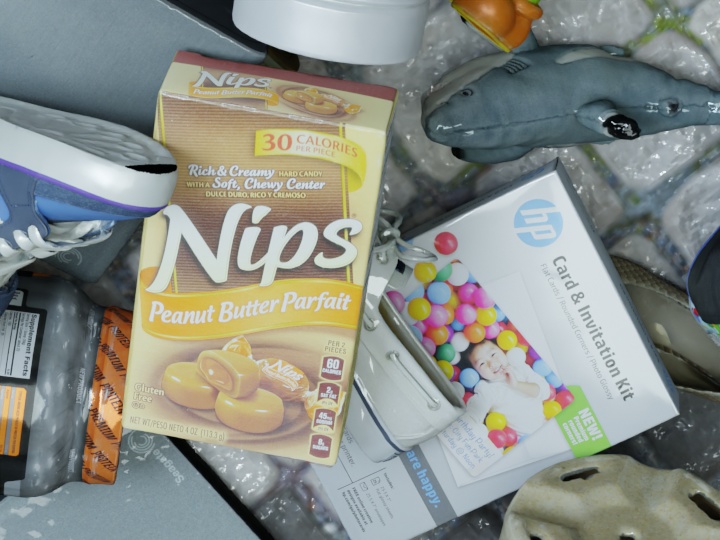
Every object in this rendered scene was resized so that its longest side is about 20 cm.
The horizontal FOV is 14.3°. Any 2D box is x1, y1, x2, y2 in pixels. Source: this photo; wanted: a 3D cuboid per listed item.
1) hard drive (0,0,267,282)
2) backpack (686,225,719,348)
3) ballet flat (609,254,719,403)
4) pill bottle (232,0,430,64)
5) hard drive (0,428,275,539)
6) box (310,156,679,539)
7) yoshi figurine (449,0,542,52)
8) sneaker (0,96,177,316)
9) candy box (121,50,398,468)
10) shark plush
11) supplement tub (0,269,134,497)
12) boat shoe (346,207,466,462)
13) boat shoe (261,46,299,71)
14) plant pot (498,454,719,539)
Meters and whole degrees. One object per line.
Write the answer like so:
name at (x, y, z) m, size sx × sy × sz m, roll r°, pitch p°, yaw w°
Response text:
hard drive at (-0.154, -0.091, 1.497) m, size 0.139 × 0.033 × 0.200 m, roll 28°, pitch 132°, yaw -14°
backpack at (0.295, 0.011, 1.556) m, size 0.200 × 0.147 × 0.183 m, roll 42°, pitch 76°, yaw -13°
ballet flat at (0.171, 0.040, 1.619) m, size 0.200 × 0.046 × 0.067 m, roll 20°, pitch 105°, yaw -11°
pill bottle at (0.001, -0.208, 1.375) m, size 0.113 × 0.113 × 0.200 m, roll 9°, pitch 108°, yaw -9°
hard drive at (-0.161, 0.178, 1.638) m, size 0.200 × 0.033 × 0.140 m, roll -39°, pitch 107°, yaw 7°
box at (0.055, 0.051, 1.588) m, size 0.200 × 0.041 × 0.156 m, roll -25°, pitch 100°, yaw 11°
yoshi figurine at (0.103, -0.221, 1.496) m, size 0.112 × 0.112 × 0.200 m, roll 39°, pitch 94°, yaw -7°
sneaker at (-0.176, -0.007, 1.421) m, size 0.081 × 0.200 × 0.147 m, roll -4°, pitch 106°, yaw -51°
candy box at (-0.053, -0.004, 1.456) m, size 0.115 × 0.055 × 0.200 m, roll 10°, pitch 120°, yaw 2°
shark plush at (0.129, -0.079, 1.555) m, size 0.200 × 0.083 × 0.091 m, roll 13°, pitch 106°, yaw -10°
supplement tub at (-0.224, 0.055, 1.539) m, size 0.200 × 0.123 × 0.123 m, roll 9°, pitch 107°, yaw -5°
boat shoe at (0.000, 0.002, 1.524) m, size 0.086 × 0.075 × 0.202 m, roll -26°, pitch 102°, yaw 13°
boat shoe at (-0.124, -0.153, 1.517) m, size 0.200 × 0.073 × 0.065 m, roll 38°, pitch 106°, yaw -6°
plant pot at (0.136, 0.210, 1.570) m, size 0.200 × 0.201 × 0.184 m, roll 2°, pitch 123°, yaw -6°
